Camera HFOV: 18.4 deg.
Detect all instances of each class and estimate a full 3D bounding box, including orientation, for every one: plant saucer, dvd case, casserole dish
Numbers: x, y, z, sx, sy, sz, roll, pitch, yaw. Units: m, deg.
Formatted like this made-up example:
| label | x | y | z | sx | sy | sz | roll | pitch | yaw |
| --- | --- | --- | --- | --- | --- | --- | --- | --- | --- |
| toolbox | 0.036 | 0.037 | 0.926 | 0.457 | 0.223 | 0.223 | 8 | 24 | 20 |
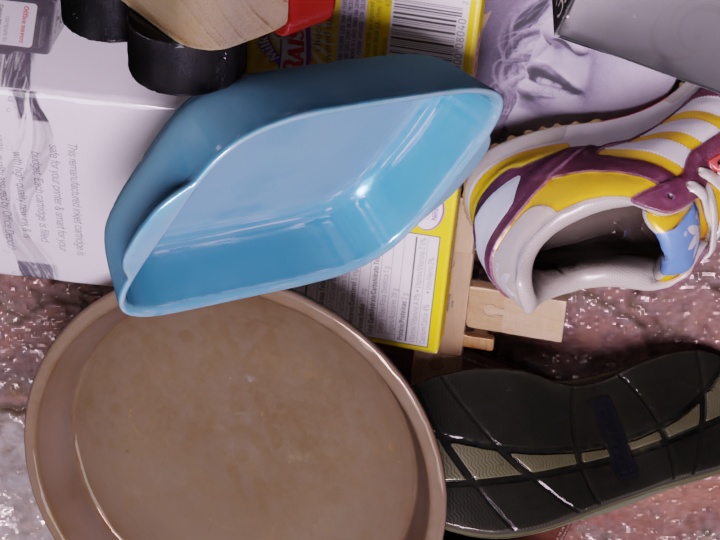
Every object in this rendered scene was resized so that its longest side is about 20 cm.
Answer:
| label | x | y | z | sx | sy | sz | roll | pitch | yaw |
| --- | --- | --- | --- | --- | --- | --- | --- | --- | --- |
| plant saucer | -0.055 | 0.088 | 1.005 | 0.199 | 0.029 | 0.201 | 7 | 116 | 14 |
| dvd case | 0.069 | -0.105 | 0.983 | 0.148 | 0.016 | 0.200 | 19 | 125 | -8 |
| casserole dish | -0.026 | -0.040 | 0.900 | 0.039 | 0.200 | 0.121 | 54 | 128 | 21 |

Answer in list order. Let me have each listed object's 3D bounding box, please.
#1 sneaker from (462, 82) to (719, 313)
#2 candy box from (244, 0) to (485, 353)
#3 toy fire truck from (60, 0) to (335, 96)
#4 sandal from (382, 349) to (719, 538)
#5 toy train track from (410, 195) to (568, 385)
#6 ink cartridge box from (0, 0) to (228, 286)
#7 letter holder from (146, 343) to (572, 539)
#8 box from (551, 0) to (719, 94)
| label | x | y | z | sx | sy | sz | roll | pitch | yaw |
| --- | --- | --- | --- | --- | --- | --- | --- | --- | --- |
| sneaker | 0.146 | -0.037 | 0.960 | 0.200 | 0.090 | 0.075 | -23 | 126 | 4 |
| candy box | -0.003 | -0.060 | 0.987 | 0.102 | 0.026 | 0.200 | 12 | 120 | 9 |
| toy fire truck | -0.037 | -0.182 | 0.875 | 0.200 | 0.176 | 0.129 | -23 | 132 | -30 |
| sandal | 0.097 | 0.086 | 1.057 | 0.200 | 0.080 | 0.057 | -4 | 164 | -23 |
| toy train track | 0.000 | 0.000 | 1.056 | 0.199 | 0.033 | 0.115 | 9 | 122 | 7 |
| ink cartridge box | -0.152 | -0.068 | 0.963 | 0.199 | 0.084 | 0.145 | 6 | 148 | -1 |
| letter holder | 0.005 | 0.109 | 1.093 | 0.199 | 0.101 | 0.142 | 19 | 123 | -8 |
| box | 0.163 | -0.181 | 0.829 | 0.124 | 0.149 | 0.200 | 18 | 119 | -8 |
